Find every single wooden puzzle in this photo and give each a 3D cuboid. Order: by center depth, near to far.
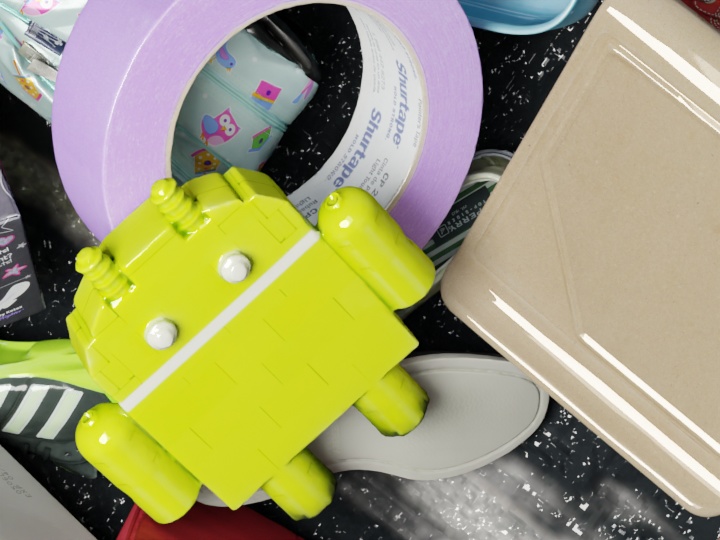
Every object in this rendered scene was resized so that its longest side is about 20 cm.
[{"bbox_3d":[0.151,-0.010,1.340,0.185,0.037,0.200,40,123,14],"label":"wooden puzzle"}]

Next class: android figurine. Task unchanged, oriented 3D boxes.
[{"bbox_3d":[-0.054,0.033,1.326,0.182,0.041,0.200,-40,128,1],"label":"android figurine"}]

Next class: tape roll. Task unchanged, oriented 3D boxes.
[{"bbox_3d":[-0.043,-0.075,1.346,0.199,0.066,0.201,-13,119,-24],"label":"tape roll"}]

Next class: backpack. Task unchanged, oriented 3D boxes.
[{"bbox_3d":[-0.119,-0.124,1.425,0.200,0.167,0.127,38,98,-8],"label":"backpack"}]

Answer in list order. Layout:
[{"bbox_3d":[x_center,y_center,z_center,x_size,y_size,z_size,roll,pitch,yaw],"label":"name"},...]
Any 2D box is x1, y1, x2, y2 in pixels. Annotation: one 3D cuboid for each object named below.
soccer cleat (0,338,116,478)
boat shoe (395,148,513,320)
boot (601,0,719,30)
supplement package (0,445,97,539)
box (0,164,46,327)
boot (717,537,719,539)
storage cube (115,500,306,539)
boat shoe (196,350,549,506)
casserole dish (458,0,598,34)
[{"bbox_3d":[-0.173,0.070,1.485,0.199,0.068,0.081,-4,114,17],"label":"soccer cleat"},{"bbox_3d":[0.000,0.000,1.445,0.200,0.062,0.072,-36,85,11],"label":"boat shoe"},{"bbox_3d":[0.151,-0.154,1.331,0.072,0.144,0.201,17,90,11],"label":"boot"},{"bbox_3d":[-0.246,0.182,1.410,0.121,0.120,0.200,41,107,19],"label":"supplement package"},{"bbox_3d":[-0.254,-0.064,1.423,0.132,0.115,0.201,-22,68,-8],"label":"box"},{"bbox_3d":[0.273,0.154,1.380,0.146,0.200,0.071,5,83,-24],"label":"boot"},{"bbox_3d":[-0.069,0.223,1.388,0.170,0.180,0.201,26,101,-4],"label":"storage cube"},{"bbox_3d":[-0.004,0.070,1.431,0.199,0.060,0.074,-12,121,-15],"label":"boat shoe"},{"bbox_3d":[0.061,-0.182,1.402,0.200,0.039,0.122,19,98,42],"label":"casserole dish"}]
